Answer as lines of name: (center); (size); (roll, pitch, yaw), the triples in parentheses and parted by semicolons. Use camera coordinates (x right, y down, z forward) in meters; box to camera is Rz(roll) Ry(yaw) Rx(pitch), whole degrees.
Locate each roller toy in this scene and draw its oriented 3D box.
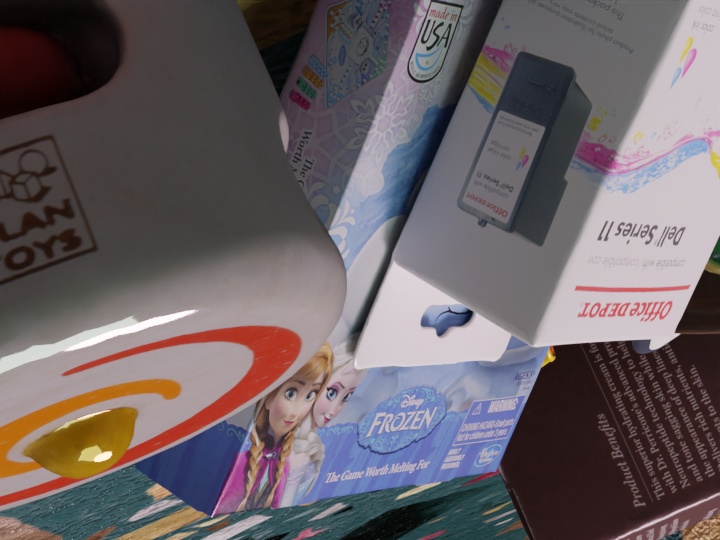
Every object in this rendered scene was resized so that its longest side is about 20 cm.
roller toy: (-0.105, -0.004, 0.610); (0.182, 0.140, 0.200); (-32, 163, 31)

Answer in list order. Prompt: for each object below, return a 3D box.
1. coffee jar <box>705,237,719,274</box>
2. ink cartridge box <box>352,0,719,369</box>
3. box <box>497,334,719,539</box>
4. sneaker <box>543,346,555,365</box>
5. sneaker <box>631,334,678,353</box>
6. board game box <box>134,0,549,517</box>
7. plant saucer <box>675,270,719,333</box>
coffee jar: (0.196, -0.047, 0.873); (0.085, 0.104, 0.200); (-20, -167, -22)
ink cartridge box: (0.085, -0.040, 0.714); (0.117, 0.067, 0.200); (-1, 118, -57)
box: (0.180, 0.087, 1.333); (0.200, 0.166, 0.164); (-23, 167, 3)
sneaker: (0.028, 0.047, 1.135); (0.200, 0.077, 0.073); (-13, 165, -29)
sneaker: (0.202, -0.007, 1.212); (0.199, 0.080, 0.130); (-16, 170, -41)
board game box: (0.025, -0.012, 0.763); (0.200, 0.043, 0.199); (-1, 116, -57)
plant saucer: (0.197, -0.027, 1.024); (0.200, 0.029, 0.200); (-14, -156, 6)
